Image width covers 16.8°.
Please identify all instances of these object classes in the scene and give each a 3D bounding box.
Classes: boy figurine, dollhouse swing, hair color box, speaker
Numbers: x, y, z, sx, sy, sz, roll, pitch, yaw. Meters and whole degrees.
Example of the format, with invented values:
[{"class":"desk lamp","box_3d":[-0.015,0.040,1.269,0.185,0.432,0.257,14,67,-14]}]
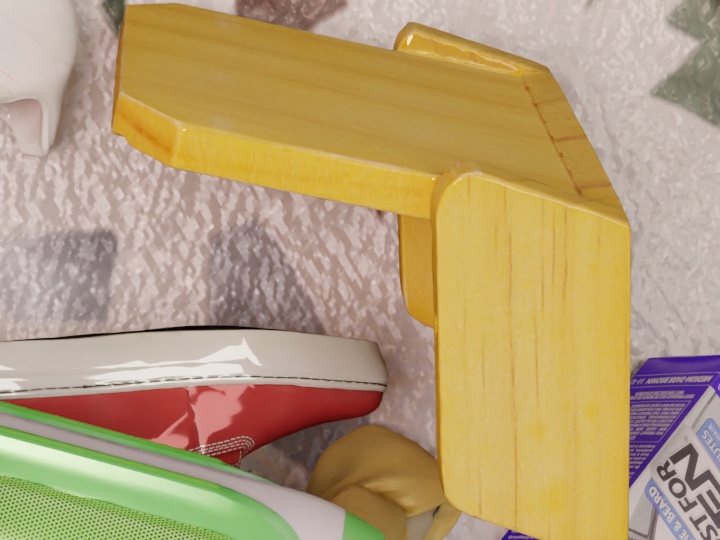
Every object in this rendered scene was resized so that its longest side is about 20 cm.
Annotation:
[{"class":"boy figurine","box_3d":[-0.013,0.136,0.925,0.064,0.125,0.200,26,36,2]},{"class":"dollhouse swing","box_3d":[0.000,0.000,0.910,0.175,0.200,0.183,-3,111,-4]},{"class":"hair color box","box_3d":[0.117,0.141,1.048,0.200,0.065,0.109,-47,114,-29]},{"class":"speaker","box_3d":[-0.096,0.096,0.798,0.199,0.088,0.089,15,75,-3]}]

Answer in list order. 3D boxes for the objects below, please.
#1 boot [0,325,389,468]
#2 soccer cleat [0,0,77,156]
[{"class":"boot","box_3d":[-0.077,0.093,0.902,0.199,0.072,0.145,-5,89,-29]},{"class":"soccer cleat","box_3d":[-0.182,-0.077,0.838,0.199,0.069,0.078,0,89,-40]}]
